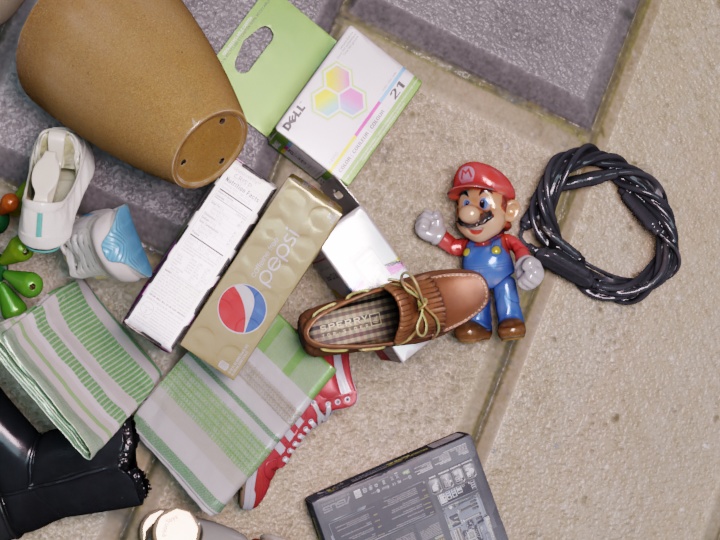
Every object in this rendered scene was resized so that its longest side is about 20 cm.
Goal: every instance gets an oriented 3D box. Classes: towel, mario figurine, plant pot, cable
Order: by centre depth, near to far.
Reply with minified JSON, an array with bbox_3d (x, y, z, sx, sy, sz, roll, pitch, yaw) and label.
[{"bbox_3d":[-0.206,-0.179,1.128,0.186,0.187,0.200,-43,66,-11],"label":"plant pot"},{"bbox_3d":[-0.278,0.088,1.138,0.023,0.200,0.153,-37,96,16],"label":"towel"},{"bbox_3d":[-0.134,0.135,1.196,0.149,0.031,0.200,42,92,22],"label":"towel"},{"bbox_3d":[0.131,-0.021,1.270,0.122,0.106,0.203,-6,90,-10],"label":"mario figurine"},{"bbox_3d":[0.290,-0.053,1.338,0.198,0.051,0.165,27,77,-7],"label":"cable"}]

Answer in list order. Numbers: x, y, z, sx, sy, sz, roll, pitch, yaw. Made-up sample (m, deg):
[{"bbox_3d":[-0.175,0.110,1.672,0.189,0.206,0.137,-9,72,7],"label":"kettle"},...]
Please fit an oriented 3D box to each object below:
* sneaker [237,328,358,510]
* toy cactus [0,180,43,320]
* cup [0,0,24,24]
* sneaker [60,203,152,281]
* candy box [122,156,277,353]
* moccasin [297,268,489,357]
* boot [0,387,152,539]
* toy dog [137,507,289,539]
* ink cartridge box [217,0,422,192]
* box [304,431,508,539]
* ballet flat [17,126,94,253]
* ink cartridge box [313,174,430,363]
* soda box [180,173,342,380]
[{"bbox_3d":[-0.066,0.168,1.236,0.111,0.071,0.202,14,88,-13],"label":"sneaker"},{"bbox_3d":[-0.396,-0.012,1.179,0.163,0.102,0.202,19,86,9],"label":"toy cactus"},{"bbox_3d":[-0.433,-0.350,1.150,0.198,0.143,0.203,1,86,-11],"label":"cup"},{"bbox_3d":[-0.259,-0.020,1.141,0.080,0.200,0.077,-20,98,-10],"label":"sneaker"},{"bbox_3d":[-0.171,-0.014,1.190,0.061,0.136,0.201,34,80,-9],"label":"candy box"},{"bbox_3d":[0.035,0.040,1.140,0.199,0.078,0.075,-7,89,-11],"label":"moccasin"},{"bbox_3d":[-0.317,0.166,1.170,0.166,0.076,0.202,-17,97,-2],"label":"boot"},{"bbox_3d":[-0.149,0.316,1.189,0.198,0.132,0.097,14,72,8],"label":"toy dog"},{"bbox_3d":[-0.058,-0.205,1.254,0.199,0.076,0.148,37,81,-9],"label":"ink cartridge box"},{"bbox_3d":[0.057,0.290,1.265,0.198,0.051,0.159,-21,91,-13],"label":"box"},{"bbox_3d":[-0.305,-0.102,1.143,0.069,0.201,0.070,-2,130,-3],"label":"ballet flat"},{"bbox_3d":[0.000,0.000,1.235,0.067,0.116,0.201,-36,93,-10],"label":"ink cartridge box"},{"bbox_3d":[-0.097,0.005,1.142,0.067,0.064,0.201,33,97,-5],"label":"soda box"}]
